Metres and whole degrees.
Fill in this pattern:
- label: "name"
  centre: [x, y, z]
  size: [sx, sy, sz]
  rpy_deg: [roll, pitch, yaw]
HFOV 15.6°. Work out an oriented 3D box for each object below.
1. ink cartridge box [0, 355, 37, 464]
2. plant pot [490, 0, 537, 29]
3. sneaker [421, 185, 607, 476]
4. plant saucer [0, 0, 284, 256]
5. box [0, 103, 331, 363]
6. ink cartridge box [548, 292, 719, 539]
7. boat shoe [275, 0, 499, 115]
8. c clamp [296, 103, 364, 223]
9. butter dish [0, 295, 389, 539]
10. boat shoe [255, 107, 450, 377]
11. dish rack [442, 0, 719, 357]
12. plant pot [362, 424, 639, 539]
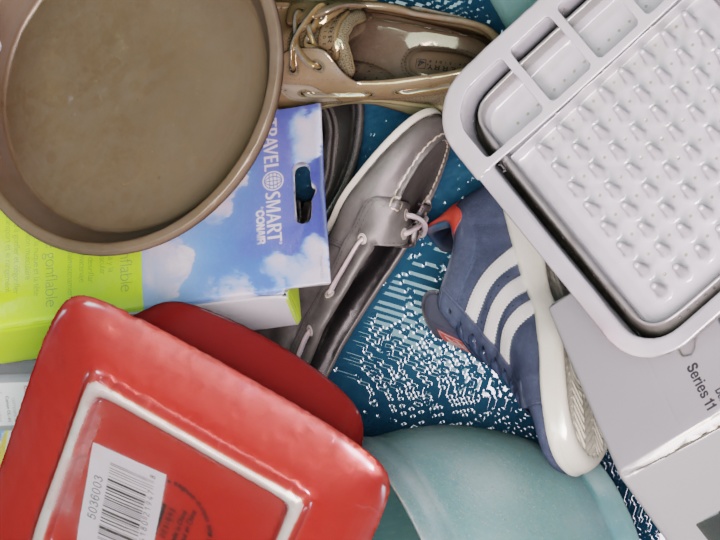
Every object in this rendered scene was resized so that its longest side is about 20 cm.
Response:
- label: "ink cartridge box"
  centre: [-0.207, 0.104, 1.533]
  size: [0.199, 0.086, 0.148]
  rpy_deg: [0, 91, 9]
- label: "plant pot"
  centre: [0.176, -0.117, 1.447]
  size: [0.200, 0.141, 0.141]
  rpy_deg: [44, 97, 12]
- label: "sneaker"
  centre: [0.081, 0.038, 1.465]
  size: [0.084, 0.075, 0.201]
  rpy_deg: [-24, 47, 16]
- label: "plant saucer"
  centre: [-0.129, -0.105, 1.451]
  size: [0.199, 0.029, 0.201]
  rpy_deg: [-5, 78, 22]
- label: "box"
  centre: [-0.114, -0.022, 1.479]
  size: [0.199, 0.048, 0.122]
  rpy_deg: [-7, 63, 6]
- label: "ink cartridge box"
  centre: [0.192, 0.100, 1.398]
  size: [0.083, 0.147, 0.200]
  rpy_deg: [-30, 128, 9]
- label: "boat shoe"
  centre: [-0.015, -0.129, 1.497]
  size: [0.199, 0.065, 0.072]
  rpy_deg: [2, 72, 3]
- label: "c clamp"
  centre: [-0.096, -0.055, 1.534]
  size: [0.199, 0.027, 0.172]
  rpy_deg: [-2, 78, 6]
- label: "butter dish"
  centre: [-0.076, 0.100, 1.415]
  size: [0.199, 0.148, 0.201]
  rpy_deg: [28, 127, 7]
- label: "boat shoe"
  centre: [0.000, 0.000, 1.506]
  size: [0.057, 0.067, 0.200]
  rpy_deg: [42, 104, 20]
- label: "dish rack"
  centre: [0.155, -0.067, 1.342]
  size: [0.172, 0.044, 0.200]
  rpy_deg: [-42, 61, 8]
- label: "plant pot"
  centre: [0.077, 0.171, 1.455]
  size: [0.134, 0.200, 0.201]
  rpy_deg: [-17, 89, -19]
